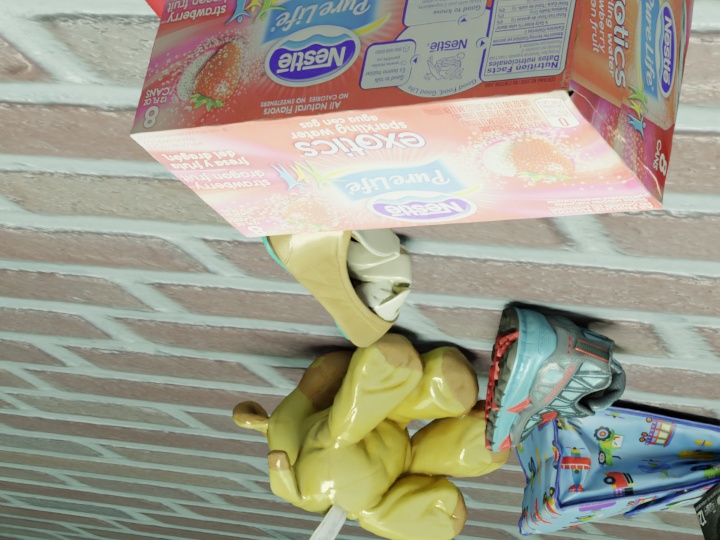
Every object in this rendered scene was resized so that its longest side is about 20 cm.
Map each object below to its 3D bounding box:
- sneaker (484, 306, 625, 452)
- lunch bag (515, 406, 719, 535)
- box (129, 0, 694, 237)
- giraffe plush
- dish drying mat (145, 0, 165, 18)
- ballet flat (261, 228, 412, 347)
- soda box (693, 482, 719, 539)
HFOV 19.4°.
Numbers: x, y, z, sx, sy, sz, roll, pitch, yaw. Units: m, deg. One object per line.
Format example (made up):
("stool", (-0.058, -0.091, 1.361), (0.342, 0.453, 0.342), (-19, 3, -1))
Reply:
("sneaker", (0.137, 0.086, 1.487), (0.095, 0.080, 0.200), (8, 166, 2))
("lunch bag", (0.236, 0.158, 1.715), (0.198, 0.095, 0.151), (-1, 165, -7))
("box", (0.021, -0.081, 0.840), (0.199, 0.103, 0.095), (-4, 152, 32))
("giraffe plush", (-0.007, 0.128, 1.625), (0.173, 0.200, 0.162), (53, 172, -24))
("dish drying mat", (0.001, -0.116, 0.933), (0.198, 0.018, 0.077), (6, 164, 16))
("ballet flat", (0.000, 0.000, 1.288), (0.063, 0.069, 0.200), (-9, 161, 16))
("soda box", (0.323, 0.169, 1.585), (0.070, 0.064, 0.200), (-10, 159, -18))
